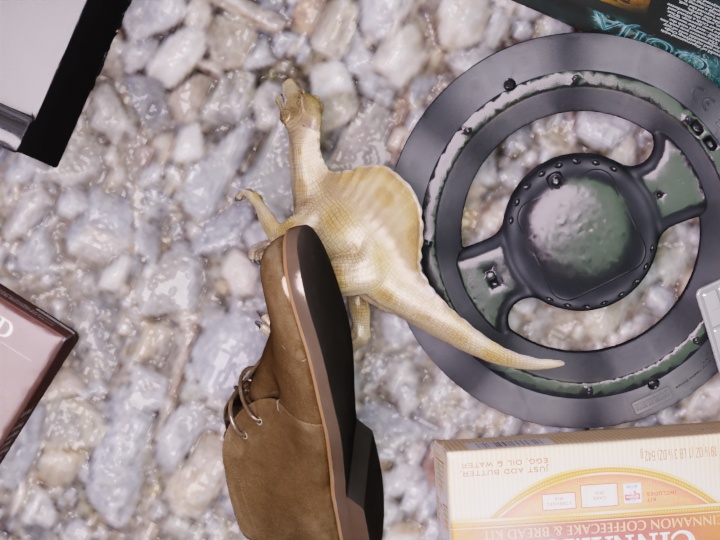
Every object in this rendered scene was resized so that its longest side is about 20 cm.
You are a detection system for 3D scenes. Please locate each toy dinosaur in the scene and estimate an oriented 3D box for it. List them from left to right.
[{"bbox_3d":[0.000,0.000,1.158,0.101,0.058,0.200,-44,80,26],"label":"toy dinosaur"}]

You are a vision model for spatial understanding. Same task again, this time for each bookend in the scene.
[{"bbox_3d":[-0.152,-0.159,1.100,0.092,0.200,0.200,24,90,-2],"label":"bookend"}]

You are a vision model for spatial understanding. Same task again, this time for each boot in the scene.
[{"bbox_3d":[-0.037,0.065,1.133,0.075,0.074,0.201,0,129,10],"label":"boot"}]

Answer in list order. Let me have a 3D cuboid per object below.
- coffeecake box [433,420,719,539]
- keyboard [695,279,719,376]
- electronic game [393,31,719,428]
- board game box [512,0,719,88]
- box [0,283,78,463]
[{"bbox_3d":[0.120,0.182,1.175,0.152,0.073,0.202,-4,91,-3],"label":"coffeecake box"},{"bbox_3d":[0.263,-0.003,1.186,0.199,0.011,0.057,-23,113,-12],"label":"keyboard"},{"bbox_3d":[0.111,-0.020,1.189,0.198,0.042,0.202,0,97,3],"label":"electronic game"},{"bbox_3d":[0.116,-0.156,1.142,0.199,0.135,0.028,23,72,-2],"label":"board game box"},{"bbox_3d":[-0.234,0.091,1.163,0.100,0.075,0.201,31,88,-2],"label":"box"}]
